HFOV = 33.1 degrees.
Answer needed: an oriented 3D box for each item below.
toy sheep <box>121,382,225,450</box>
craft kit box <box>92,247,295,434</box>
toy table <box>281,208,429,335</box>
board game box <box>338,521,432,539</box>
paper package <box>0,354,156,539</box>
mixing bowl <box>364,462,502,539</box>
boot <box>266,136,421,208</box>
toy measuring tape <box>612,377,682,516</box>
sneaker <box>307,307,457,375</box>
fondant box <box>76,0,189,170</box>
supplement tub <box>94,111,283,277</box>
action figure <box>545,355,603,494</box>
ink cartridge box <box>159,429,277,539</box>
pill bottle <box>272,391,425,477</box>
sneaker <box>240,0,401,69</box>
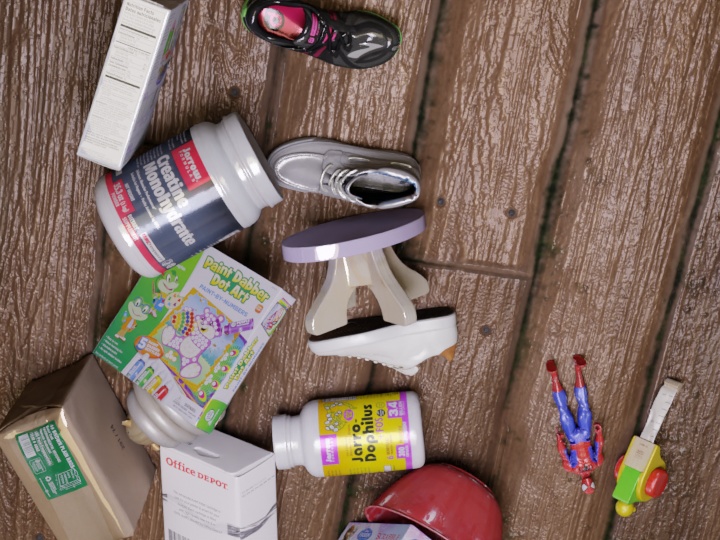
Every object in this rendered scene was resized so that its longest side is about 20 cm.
[{"bbox_3d":[-0.232,0.158,1.590,0.138,0.138,0.200,43,103,-14],"label":"toy sheep"},{"bbox_3d":[-0.210,0.070,1.515,0.200,0.049,0.198,28,81,31],"label":"craft kit box"},{"bbox_3d":[0.000,0.000,1.527,0.199,0.184,0.118,-15,106,-20],"label":"toy table"},{"bbox_3d":[0.088,0.419,1.658,0.199,0.200,0.041,41,67,-14],"label":"board game box"},{"bbox_3d":[-0.365,0.241,1.585,0.103,0.191,0.201,-23,106,6],"label":"paper package"},{"bbox_3d":[0.117,0.333,1.643,0.200,0.200,0.109,38,68,-12],"label":"mixing bowl"},{"bbox_3d":[-0.021,-0.121,1.519,0.199,0.096,0.074,1,109,-1],"label":"boot"},{"bbox_3d":[0.404,0.248,1.677,0.073,0.074,0.201,24,89,-9],"label":"toy measuring tape"},{"bbox_3d":[0.032,0.107,1.608,0.199,0.073,0.085,-7,106,0],"label":"sneaker"},{"bbox_3d":[-0.271,-0.235,1.451,0.058,0.144,0.201,21,107,-6],"label":"fondant box"},{"bbox_3d":[-0.210,-0.094,1.481,0.199,0.140,0.141,-28,107,3],"label":"supplement tub"},{"bbox_3d":[0.298,0.219,1.666,0.065,0.052,0.201,-14,111,0],"label":"action figure"},{"bbox_3d":[-0.190,0.327,1.636,0.145,0.084,0.201,15,114,34],"label":"ink cartridge box"},{"bbox_3d":[-0.016,0.222,1.630,0.199,0.104,0.105,-6,109,1],"label":"pill bottle"},{"bbox_3d":[-0.049,-0.286,1.469,0.199,0.084,0.077,9,109,-4],"label":"sneaker"}]
